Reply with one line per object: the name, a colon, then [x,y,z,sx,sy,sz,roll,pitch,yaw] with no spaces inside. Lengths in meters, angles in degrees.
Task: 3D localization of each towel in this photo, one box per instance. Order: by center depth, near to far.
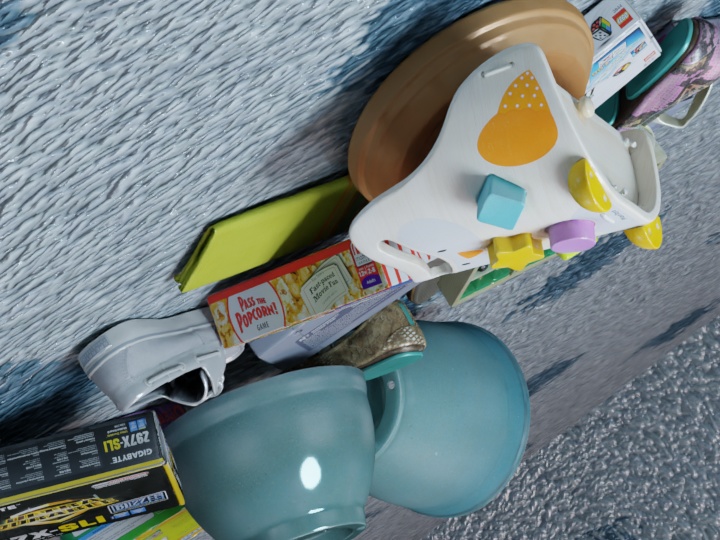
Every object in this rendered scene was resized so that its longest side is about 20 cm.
towel: [-0.046,-0.041,1.496,0.199,0.018,0.086,-22,158,-36]

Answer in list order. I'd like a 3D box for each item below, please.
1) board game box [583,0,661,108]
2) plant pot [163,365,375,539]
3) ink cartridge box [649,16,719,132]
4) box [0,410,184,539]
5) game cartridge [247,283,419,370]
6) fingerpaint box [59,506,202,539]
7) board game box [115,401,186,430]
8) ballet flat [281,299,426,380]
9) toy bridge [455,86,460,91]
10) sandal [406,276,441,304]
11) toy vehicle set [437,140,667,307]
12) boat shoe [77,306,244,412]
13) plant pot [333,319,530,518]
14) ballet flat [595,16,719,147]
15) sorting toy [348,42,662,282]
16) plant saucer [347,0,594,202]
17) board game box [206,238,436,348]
board game box: [0.138,-0.127,1.544,0.200,0.035,0.126,-39,166,9]
plant pot: [-0.070,0.186,1.792,0.198,0.135,0.201,-18,162,-6]
ink cartridge box: [0.237,-0.143,1.743,0.200,0.042,0.119,-40,165,35]
box: [-0.245,0.172,1.590,0.198,0.050,0.160,-14,164,-5]
game cartridge: [-0.005,0.015,1.749,0.199,0.041,0.133,-34,171,3]
fingerpaint box: [-0.196,0.226,1.979,0.199,0.074,0.167,-31,166,-7]
board game box: [-0.249,0.172,1.762,0.120,0.032,0.199,-46,162,31]
ballet flat: [-0.019,0.080,1.870,0.199,0.066,0.070,-27,159,35]
toy bridge: [0.122,-0.092,1.404,0.067,0.027,0.200,-36,152,1]
sandal: [0.120,-0.024,1.859,0.200,0.055,0.082,-38,166,21]
toy vehicle set: [0.169,-0.044,1.784,0.199,0.027,0.124,-26,162,-25]
boat shoe: [-0.140,0.074,1.563,0.072,0.069,0.200,-37,167,18]
plant pot: [0.035,0.137,1.988,0.200,0.201,0.187,-38,151,24]
ballet flat: [0.230,-0.131,1.641,0.200,0.071,0.070,-38,-151,41]
sorting toy: [0.092,-0.043,1.343,0.179,0.108,0.200,-24,157,22]
plant saucer: [0.084,-0.107,1.408,0.199,0.038,0.201,-27,153,-15]
board game box: [0.000,0.000,1.551,0.151,0.047,0.199,-19,178,-45]
